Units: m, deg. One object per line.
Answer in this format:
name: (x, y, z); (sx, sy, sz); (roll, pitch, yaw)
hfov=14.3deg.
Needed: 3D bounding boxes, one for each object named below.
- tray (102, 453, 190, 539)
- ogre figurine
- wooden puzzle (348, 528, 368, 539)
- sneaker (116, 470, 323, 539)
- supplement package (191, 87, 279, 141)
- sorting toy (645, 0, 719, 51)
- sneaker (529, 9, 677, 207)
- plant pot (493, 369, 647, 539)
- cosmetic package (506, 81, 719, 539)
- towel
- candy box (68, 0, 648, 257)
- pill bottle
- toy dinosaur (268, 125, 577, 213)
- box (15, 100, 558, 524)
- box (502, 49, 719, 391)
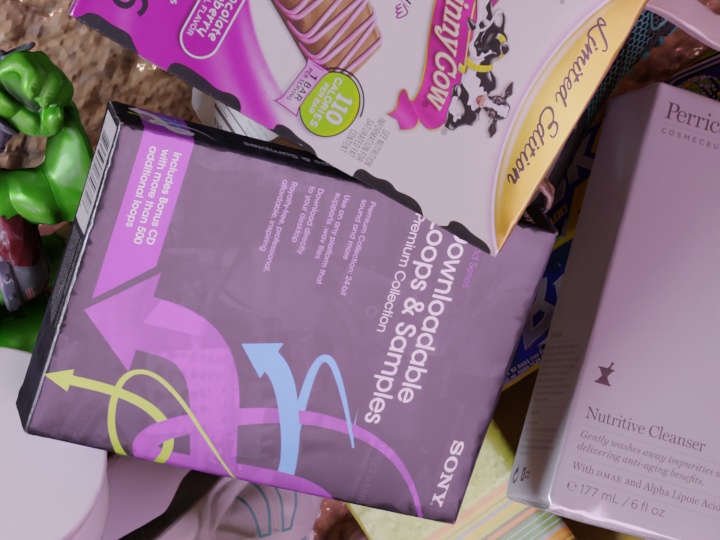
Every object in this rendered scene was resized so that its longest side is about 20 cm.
tray: (-0.144, 0.159, 1.472); (0.200, 0.022, 0.107); (-43, 129, 8)
ogre figurine: (-0.169, -0.012, 1.284); (0.119, 0.098, 0.200); (-22, 164, -9)
wooden puzzle: (0.007, 0.242, 1.592); (0.185, 0.046, 0.200); (24, 106, -36)
sneaker: (-0.057, 0.132, 1.394); (0.070, 0.200, 0.080); (-27, 100, 44)
supplement package: (-0.001, -0.137, 1.272); (0.113, 0.110, 0.201); (-6, 125, -22)
sorting toy: (0.152, -0.194, 1.273); (0.199, 0.107, 0.181); (14, 95, -32)
sneaker: (0.116, -0.116, 1.371); (0.091, 0.078, 0.201); (-1, 125, -29)
plant pot: (0.171, 0.100, 1.481); (0.194, 0.196, 0.200); (33, 99, -38)
cosmetic package: (0.150, 0.025, 1.322); (0.112, 0.081, 0.201); (15, 86, -11)
towel: (0.033, 0.096, 1.369); (0.086, 0.200, 0.018); (-36, 172, 16)
candy box: (0.003, -0.115, 1.145); (0.199, 0.061, 0.137); (29, 103, -6)
pill bottle: (-0.178, 0.111, 1.304); (0.116, 0.117, 0.200); (-10, 164, -19)
toy dinosaur: (0.022, -0.059, 1.244); (0.199, 0.058, 0.101); (-22, 117, -3)
box: (-0.030, 0.021, 1.213); (0.199, 0.036, 0.144); (13, 107, -19)
box: (0.126, -0.026, 1.442); (0.200, 0.064, 0.070); (-32, 131, -2)
